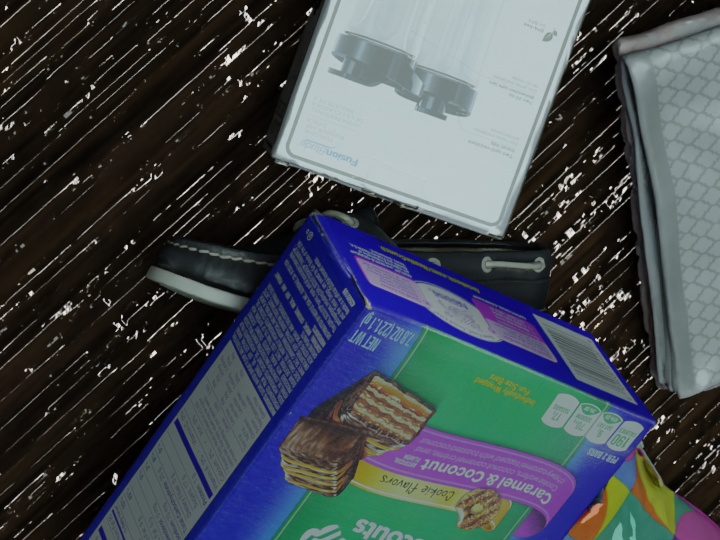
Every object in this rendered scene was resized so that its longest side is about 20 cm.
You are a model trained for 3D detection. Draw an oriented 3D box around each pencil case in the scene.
[{"bbox_3d":[0.159,0.158,0.999,0.200,0.088,0.088,44,85,-20],"label":"pencil case"}]

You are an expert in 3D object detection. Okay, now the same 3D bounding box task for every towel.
[{"bbox_3d":[0.224,-0.043,0.977,0.191,0.032,0.200,-15,117,-6],"label":"towel"}]

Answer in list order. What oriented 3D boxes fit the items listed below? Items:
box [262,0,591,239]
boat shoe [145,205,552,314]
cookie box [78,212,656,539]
[{"bbox_3d":[0.041,-0.127,0.916,0.117,0.060,0.200,18,96,-11],"label":"box"},{"bbox_3d":[0.000,0.000,0.930,0.200,0.074,0.060,10,96,-21],"label":"boat shoe"},{"bbox_3d":[0.000,0.097,0.882,0.171,0.075,0.200,23,113,-33],"label":"cookie box"}]
